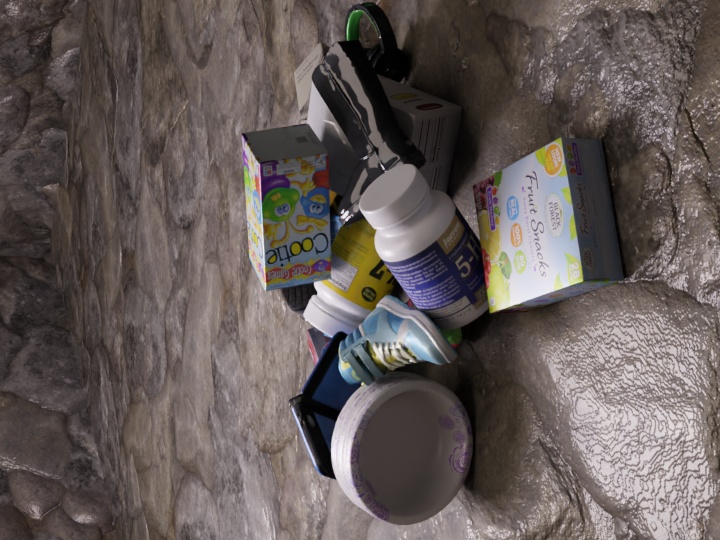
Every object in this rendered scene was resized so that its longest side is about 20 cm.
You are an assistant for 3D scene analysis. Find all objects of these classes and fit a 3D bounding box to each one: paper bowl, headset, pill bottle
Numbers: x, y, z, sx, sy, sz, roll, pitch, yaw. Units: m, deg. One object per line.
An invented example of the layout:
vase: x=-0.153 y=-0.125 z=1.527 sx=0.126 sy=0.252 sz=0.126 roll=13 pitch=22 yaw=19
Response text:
paper bowl: x=0.051 y=0.243 z=1.599 sx=0.104 sy=0.198 sz=0.205 roll=12 pitch=103 yaw=63
headset: x=0.013 y=-0.303 z=1.748 sx=0.123 sy=0.093 sz=0.203 roll=7 pitch=115 yaw=64
pill bottle: x=0.088 y=-0.033 z=1.485 sx=0.201 sy=0.120 sz=0.119 roll=52 pitch=167 yaw=-27
pill bottle: x=0.000 y=0.000 z=1.708 sx=0.202 sy=0.113 sz=0.114 roll=-63 pitch=33 yaw=8

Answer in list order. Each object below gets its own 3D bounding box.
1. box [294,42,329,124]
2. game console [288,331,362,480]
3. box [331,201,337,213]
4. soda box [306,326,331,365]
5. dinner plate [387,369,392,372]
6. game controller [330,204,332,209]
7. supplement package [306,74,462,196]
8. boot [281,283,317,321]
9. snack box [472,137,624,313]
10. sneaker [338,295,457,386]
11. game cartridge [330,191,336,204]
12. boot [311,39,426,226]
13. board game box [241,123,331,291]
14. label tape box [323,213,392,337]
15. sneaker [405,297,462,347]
box: x=-0.053 y=-0.272 z=1.842 sx=0.082 sy=0.068 sz=0.202 roll=-44 pitch=36 yaw=27
game console: x=-0.010 y=0.209 z=1.678 sx=0.117 sy=0.200 sz=0.172 roll=-31 pitch=65 yaw=12
box: x=-0.075 y=-0.097 z=1.994 sx=0.202 sy=0.049 sz=0.076 roll=65 pitch=145 yaw=37
soda box: x=-0.027 y=0.180 z=1.884 sx=0.064 sy=0.069 sz=0.202 roll=86 pitch=165 yaw=-52
dinner plate: x=0.038 y=0.227 z=1.739 sx=0.200 sy=0.024 sz=0.204 roll=5 pitch=-90 yaw=-85
game controller: x=-0.083 y=-0.073 z=1.886 sx=0.104 sy=0.042 sz=0.203 roll=-20 pitch=50 yaw=47
supplement package: x=0.027 y=-0.184 z=1.642 sx=0.198 sy=0.110 sz=0.158 roll=27 pitch=118 yaw=35
boot: x=-0.097 y=0.040 z=1.998 sx=0.201 sy=0.069 sz=0.133 roll=-102 pitch=-2 yaw=-52
snack box: x=0.220 y=-0.050 z=1.378 sx=0.199 sy=0.067 sz=0.172 roll=-27 pitch=68 yaw=60
sneaker: x=0.042 y=0.114 z=1.515 sx=0.080 sy=0.130 sz=0.200 roll=51 pitch=170 yaw=-21
game cartridge: x=-0.062 y=-0.188 z=1.882 sx=0.202 sy=0.032 sz=0.176 roll=-59 pitch=31 yaw=0
boot: x=-0.015 y=-0.186 z=1.557 sx=0.164 sy=0.065 sz=0.202 roll=-39 pitch=77 yaw=33
board game box: x=-0.105 y=-0.090 z=1.628 sx=0.105 sy=0.101 sz=0.203 roll=-123 pitch=28 yaw=-54
label tape box: x=-0.005 y=0.011 z=1.843 sx=0.144 sy=0.062 sz=0.204 roll=-169 pitch=78 yaw=-65
sneaker: x=0.098 y=0.061 z=1.653 sx=0.199 sy=0.076 sz=0.085 roll=8 pitch=78 yaw=63
